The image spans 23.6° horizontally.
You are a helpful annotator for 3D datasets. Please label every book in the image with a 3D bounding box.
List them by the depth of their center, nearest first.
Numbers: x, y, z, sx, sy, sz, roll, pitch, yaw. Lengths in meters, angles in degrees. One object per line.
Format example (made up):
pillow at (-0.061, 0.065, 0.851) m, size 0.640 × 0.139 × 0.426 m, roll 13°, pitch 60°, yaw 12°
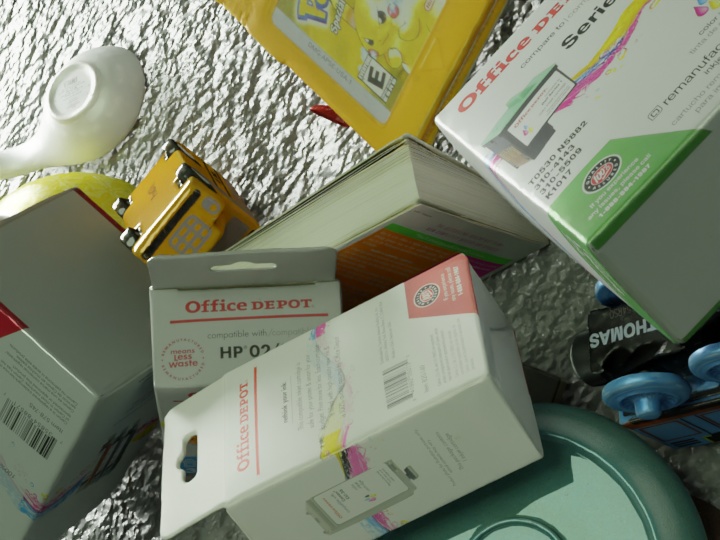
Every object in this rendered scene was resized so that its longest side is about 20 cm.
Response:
book at (0.000, 0.000, 1.076) m, size 0.200 × 0.133 × 0.048 m, roll -29°, pitch 57°, yaw 32°

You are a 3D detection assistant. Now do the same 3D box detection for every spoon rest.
spoon rest at (-0.258, -0.121, 1.433) m, size 0.199 × 0.061 × 0.100 m, roll -20°, pitch 62°, yaw 23°

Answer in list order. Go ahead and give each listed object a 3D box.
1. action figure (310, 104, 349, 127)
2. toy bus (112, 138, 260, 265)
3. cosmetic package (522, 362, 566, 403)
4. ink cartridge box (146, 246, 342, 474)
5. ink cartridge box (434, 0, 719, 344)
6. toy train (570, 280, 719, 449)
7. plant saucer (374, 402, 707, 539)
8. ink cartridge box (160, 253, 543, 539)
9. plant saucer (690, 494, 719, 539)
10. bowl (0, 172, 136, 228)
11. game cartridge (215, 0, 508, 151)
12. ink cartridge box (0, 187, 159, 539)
action figure at (0.019, -0.199, 1.195) m, size 0.065 × 0.052 × 0.201 m, roll 11°, pitch 80°, yaw 50°
toy bus at (-0.118, -0.036, 1.175) m, size 0.065 × 0.078 × 0.200 m, roll -49°, pitch 17°, yaw 3°
cosmetic package at (0.034, 0.137, 1.034) m, size 0.103 × 0.073 × 0.201 m, roll 21°, pitch 90°, yaw 46°
ink cartridge box at (-0.068, 0.060, 1.054) m, size 0.115 × 0.200 × 0.068 m, roll -3°, pitch 64°, yaw -3°
ink cartridge box at (0.142, -0.074, 0.871) m, size 0.145 × 0.084 × 0.200 m, roll -46°, pitch 29°, yaw 3°
toy train at (0.206, 0.030, 0.878) m, size 0.199 × 0.114 × 0.087 m, roll -20°, pitch 59°, yaw 38°
plant saucer at (0.084, 0.164, 0.911) m, size 0.199 × 0.027 × 0.201 m, roll -7°, pitch 70°, yaw 20°
ink cartridge box at (-0.009, 0.087, 0.939) m, size 0.199 × 0.068 × 0.117 m, roll -27°, pitch 31°, yaw 14°
plant saucer at (0.138, 0.214, 0.934) m, size 0.200 × 0.034 × 0.201 m, roll -18°, pitch 63°, yaw 40°
bowl at (-0.256, 0.009, 1.336) m, size 0.200 × 0.107 × 0.201 m, roll -17°, pitch 64°, yaw 38°
game cartridge at (-0.003, -0.190, 1.110) m, size 0.200 × 0.032 × 0.177 m, roll 43°, pitch 130°, yaw 19°
ink cartridge box at (-0.223, 0.078, 1.185) m, size 0.145 × 0.145 × 0.200 m, roll 40°, pitch 125°, yaw 9°
